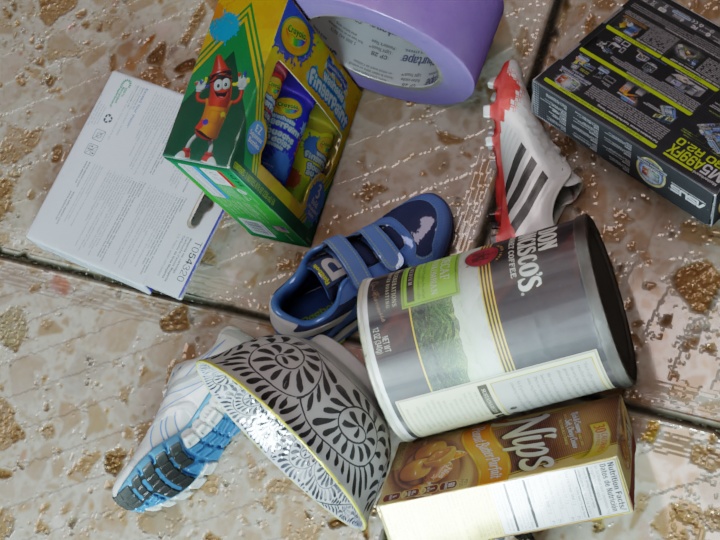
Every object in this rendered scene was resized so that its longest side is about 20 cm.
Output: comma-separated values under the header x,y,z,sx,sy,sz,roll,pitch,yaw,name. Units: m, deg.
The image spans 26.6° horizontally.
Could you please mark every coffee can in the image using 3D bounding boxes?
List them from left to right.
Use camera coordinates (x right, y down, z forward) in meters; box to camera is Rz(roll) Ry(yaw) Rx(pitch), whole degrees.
x,y,z,sx,sy,sz,roll,pitch,yaw,name
0.115,0.050,1.278,0.200,0.146,0.147,-17,65,15,coffee can

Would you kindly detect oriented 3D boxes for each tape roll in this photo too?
x,y,z,sx,sy,sz,roll,pitch,yaw,name
0.024,-0.234,1.390,0.200,0.200,0.085,15,77,25,tape roll

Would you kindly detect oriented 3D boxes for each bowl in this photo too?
x,y,z,sx,sy,sz,roll,pitch,yaw,name
-0.037,0.118,1.292,0.201,0.201,0.094,38,72,28,bowl

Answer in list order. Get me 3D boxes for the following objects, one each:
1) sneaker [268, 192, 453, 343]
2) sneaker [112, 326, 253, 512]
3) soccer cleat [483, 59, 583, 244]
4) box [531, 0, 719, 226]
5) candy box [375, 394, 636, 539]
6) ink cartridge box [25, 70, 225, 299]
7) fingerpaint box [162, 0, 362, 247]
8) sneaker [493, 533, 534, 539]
x,y,z,sx,sy,sz,roll,pitch,yaw,name
0.000,0.000,1.378,0.200,0.082,0.074,-41,60,0,sneaker
-0.160,0.134,1.404,0.200,0.075,0.087,-46,52,-7,sneaker
0.156,-0.095,1.367,0.085,0.069,0.200,-3,71,8,soccer cleat
0.274,-0.147,1.319,0.200,0.044,0.160,36,65,28,box
0.122,0.168,1.247,0.200,0.115,0.055,-15,107,16,candy box
-0.206,-0.082,1.511,0.200,0.043,0.197,22,78,24,ink cartridge box
-0.082,-0.135,1.394,0.073,0.200,0.167,12,75,23,fingerpaint box
0.091,0.291,1.238,0.086,0.078,0.200,4,72,26,sneaker
